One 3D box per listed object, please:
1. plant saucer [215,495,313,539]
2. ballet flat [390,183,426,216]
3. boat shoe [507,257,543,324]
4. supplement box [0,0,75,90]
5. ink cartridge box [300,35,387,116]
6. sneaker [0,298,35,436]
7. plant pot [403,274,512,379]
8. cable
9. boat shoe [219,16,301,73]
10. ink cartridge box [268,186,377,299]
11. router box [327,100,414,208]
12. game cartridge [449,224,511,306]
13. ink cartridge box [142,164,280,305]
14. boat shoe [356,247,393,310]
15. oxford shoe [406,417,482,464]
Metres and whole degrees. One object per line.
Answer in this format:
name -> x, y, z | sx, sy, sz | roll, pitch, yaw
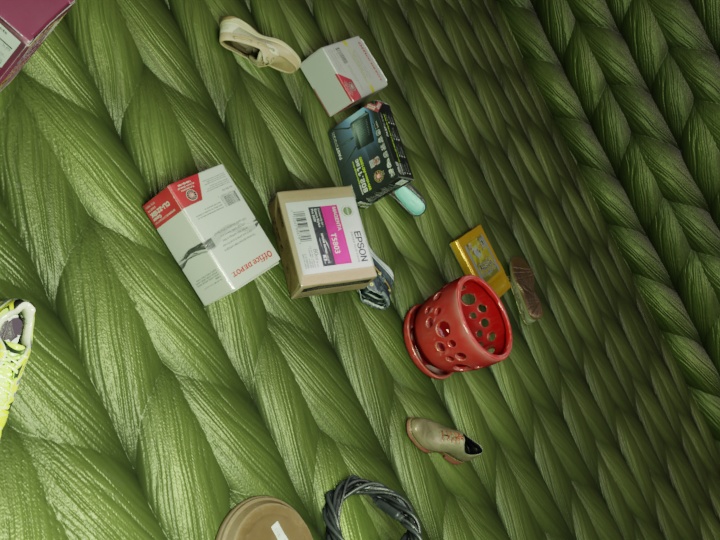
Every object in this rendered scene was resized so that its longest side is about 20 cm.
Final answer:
plant saucer -> -0.136, 0.444, 1.070 | 0.200, 0.029, 0.201 | 29, 47, -37
ballet flat -> 0.086, -0.214, 1.727 | 0.200, 0.073, 0.073 | 46, 39, -12
boat shoe -> 0.465, 0.057, 2.027 | 0.073, 0.063, 0.201 | 2, 61, -22
supplement box -> -0.502, -0.318, 0.952 | 0.103, 0.200, 0.131 | 43, 40, -25
ink cartridge box -> -0.037, -0.476, 1.716 | 0.145, 0.083, 0.200 | 58, 37, -7
sneaker -> -0.446, 0.122, 0.850 | 0.075, 0.076, 0.201 | 24, 53, -43
plant pot -> 0.207, 0.130, 1.552 | 0.200, 0.182, 0.201 | 28, 49, -38
cable -> 0.020, 0.429, 1.180 | 0.163, 0.051, 0.200 | -5, 43, -9
boat shoe -> -0.216, -0.468, 1.509 | 0.200, 0.072, 0.065 | 22, 61, -39
ink cartridge box -> -0.075, -0.057, 1.369 | 0.164, 0.075, 0.201 | -9, 73, -25
router box -> 0.021, -0.263, 1.597 | 0.062, 0.150, 0.201 | 1, 67, -50
game cartridge -> 0.333, -0.014, 1.924 | 0.176, 0.032, 0.200 | -31, 93, -54
ink cartridge box -> -0.249, -0.062, 1.198 | 0.200, 0.084, 0.144 | 58, 36, -5
boat shoe -> 0.000, 0.000, 1.473 | 0.200, 0.071, 0.091 | 38, 39, -33
oxford shoe -> 0.178, 0.348, 1.472 | 0.200, 0.075, 0.071 | 30, 48, -36
